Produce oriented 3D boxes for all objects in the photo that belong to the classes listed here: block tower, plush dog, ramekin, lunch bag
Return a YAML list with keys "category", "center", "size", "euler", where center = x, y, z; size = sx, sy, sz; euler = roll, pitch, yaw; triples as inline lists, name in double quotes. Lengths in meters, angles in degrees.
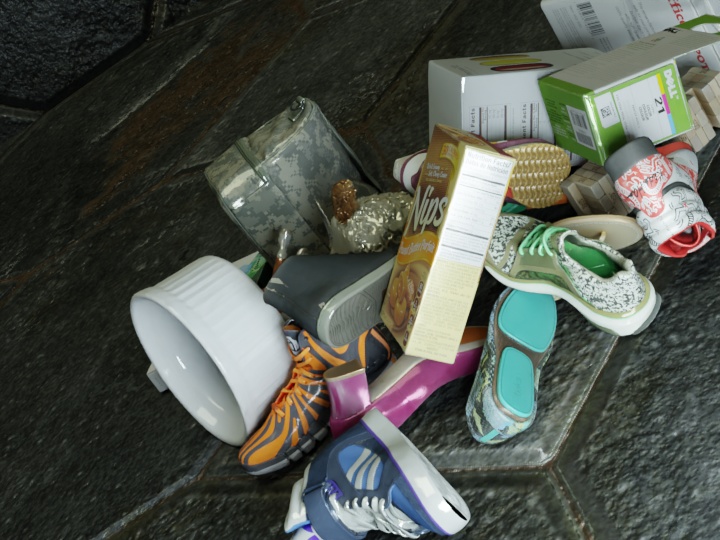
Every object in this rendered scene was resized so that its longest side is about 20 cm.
- category: "block tower"
  center: [0.305, -0.128, 1.538]
  size: [0.200, 0.054, 0.058]
  euler: [-41, 24, -9]
- category: "plush dog"
  center: [0.058, -0.043, 1.633]
  size: [0.170, 0.162, 0.200]
  euler: [-17, 18, -18]
- category: "ramekin"
  center: [-0.153, 0.082, 1.602]
  size: [0.097, 0.202, 0.200]
  euler: [-38, 23, -24]
- category: "lunch bag"
  center: [-0.069, -0.092, 1.803]
  size: [0.167, 0.200, 0.140]
  euler: [-38, 26, 2]

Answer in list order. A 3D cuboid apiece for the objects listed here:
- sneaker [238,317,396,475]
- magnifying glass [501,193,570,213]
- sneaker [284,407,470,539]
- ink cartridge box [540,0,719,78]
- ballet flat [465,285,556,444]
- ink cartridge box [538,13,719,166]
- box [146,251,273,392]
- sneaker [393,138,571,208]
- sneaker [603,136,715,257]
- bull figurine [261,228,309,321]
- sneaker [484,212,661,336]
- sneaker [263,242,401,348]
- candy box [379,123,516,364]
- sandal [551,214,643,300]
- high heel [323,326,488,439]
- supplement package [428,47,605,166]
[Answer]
- category: "sneaker"
  center: [-0.065, 0.114, 1.520]
  size: [0.200, 0.112, 0.077]
  euler: [-40, 24, -10]
- category: "magnifying glass"
  center: [0.155, -0.074, 1.567]
  size: [0.197, 0.022, 0.080]
  euler: [-8, 58, -10]
- category: "sneaker"
  center: [0.004, 0.217, 1.297]
  size: [0.146, 0.081, 0.200]
  euler: [-45, 27, -1]
- category: "ink cartridge box"
  center: [0.328, -0.285, 1.679]
  size: [0.199, 0.148, 0.083]
  euler: [-4, 36, 49]
- category: "ballet flat"
  center: [0.135, 0.086, 1.370]
  size: [0.074, 0.075, 0.201]
  euler: [-21, 24, 30]
- category: "ink cartridge box"
  center: [0.299, -0.187, 1.484]
  size: [0.198, 0.077, 0.148]
  euler: [-22, 16, -6]
- category: "box"
  center: [-0.183, 0.059, 1.874]
  size: [0.143, 0.036, 0.201]
  euler: [-24, 27, 26]
- category: "sneaker"
  center: [0.128, -0.107, 1.520]
  size: [0.198, 0.076, 0.090]
  euler: [-3, 20, -37]
- category: "sneaker"
  center: [0.300, -0.066, 1.416]
  size: [0.067, 0.109, 0.201]
  euler: [-34, -14, 22]
- category: "bull figurine"
  center: [-0.090, 0.034, 1.687]
  size: [0.200, 0.065, 0.123]
  euler: [-43, 35, 40]
- category: "sneaker"
  center: [0.186, -0.019, 1.361]
  size: [0.199, 0.089, 0.077]
  euler: [25, 64, 29]
- category: "sneaker"
  center: [0.000, 0.000, 1.499]
  size: [0.106, 0.076, 0.199]
  euler: [28, 39, 36]
- category: "candy box"
  center: [0.079, -0.027, 1.390]
  size: [0.115, 0.055, 0.202]
  euler: [-128, 52, -70]
- category: "sandal"
  center: [0.190, -0.003, 1.468]
  size: [0.210, 0.077, 0.070]
  euler: [-6, 65, 43]
- category: "high heel"
  center: [0.064, 0.120, 1.440]
  size: [0.198, 0.097, 0.067]
  euler: [-18, 18, -11]
- category: "supplement package"
  center: [0.184, -0.175, 1.610]
  size: [0.197, 0.111, 0.114]
  euler: [-7, 19, -16]
